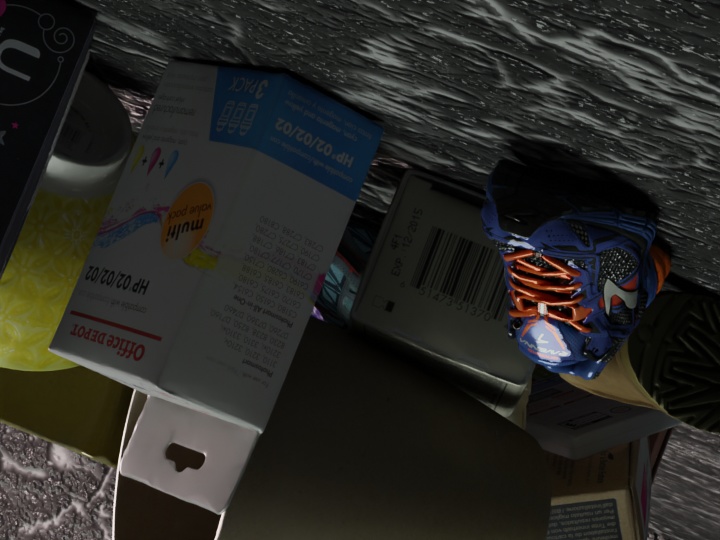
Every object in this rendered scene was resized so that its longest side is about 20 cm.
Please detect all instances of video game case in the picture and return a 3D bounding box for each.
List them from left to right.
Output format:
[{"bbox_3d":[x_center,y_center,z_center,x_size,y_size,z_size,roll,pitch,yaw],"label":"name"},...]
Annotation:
[{"bbox_3d":[0.121,0.081,1.651,0.143,0.018,0.199,-14,-160,-40],"label":"video game case"}]

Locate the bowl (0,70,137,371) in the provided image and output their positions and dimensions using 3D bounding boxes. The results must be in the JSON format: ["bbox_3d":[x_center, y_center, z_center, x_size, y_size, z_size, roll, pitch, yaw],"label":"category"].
[{"bbox_3d":[-0.185,-0.054,1.366,0.199,0.201,0.108,24,131,-20],"label":"bowl"}]

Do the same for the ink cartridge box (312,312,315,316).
[{"bbox_3d":[-0.001,0.041,1.916,0.094,0.044,0.200,23,174,9],"label":"ink cartridge box"}]

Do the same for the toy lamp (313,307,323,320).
[{"bbox_3d":[-0.038,-0.001,1.653,0.058,0.058,0.200,20,175,18],"label":"toy lamp"}]

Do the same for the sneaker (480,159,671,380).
[{"bbox_3d":[0.099,0.006,1.143,0.075,0.079,0.200,18,173,23],"label":"sneaker"}]

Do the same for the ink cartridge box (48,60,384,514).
[{"bbox_3d":[-0.079,0.005,1.183,0.068,0.201,0.115,26,172,-33],"label":"ink cartridge box"}]

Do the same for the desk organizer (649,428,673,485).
[{"bbox_3d":[0.125,0.091,1.794,0.199,0.072,0.077,18,170,29],"label":"desk organizer"}]

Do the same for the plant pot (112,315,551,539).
[{"bbox_3d":[-0.008,0.115,1.296,0.199,0.188,0.187,12,178,-23],"label":"plant pot"}]

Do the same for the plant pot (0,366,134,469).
[{"bbox_3d":[-0.184,0.017,1.638,0.193,0.201,0.195,20,172,20],"label":"plant pot"}]

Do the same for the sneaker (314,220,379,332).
[{"bbox_3d":[0.000,0.000,1.550,0.096,0.079,0.200,44,172,-3],"label":"sneaker"}]

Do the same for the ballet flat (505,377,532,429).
[{"bbox_3d":[0.056,0.094,1.456,0.067,0.200,0.068,43,174,12],"label":"ballet flat"}]

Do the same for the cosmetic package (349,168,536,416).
[{"bbox_3d":[0.055,0.016,1.335,0.103,0.088,0.200,21,173,2],"label":"cosmetic package"}]

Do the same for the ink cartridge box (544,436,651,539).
[{"bbox_3d":[0.107,0.150,1.615,0.164,0.076,0.200,-7,-166,11],"label":"ink cartridge box"}]

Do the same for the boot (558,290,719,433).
[{"bbox_3d":[0.161,0.051,1.375,0.175,0.066,0.200,26,174,-30],"label":"boot"}]

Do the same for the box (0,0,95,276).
[{"bbox_3d":[-0.220,-0.047,1.226,0.114,0.201,0.132,23,174,-6],"label":"box"}]
